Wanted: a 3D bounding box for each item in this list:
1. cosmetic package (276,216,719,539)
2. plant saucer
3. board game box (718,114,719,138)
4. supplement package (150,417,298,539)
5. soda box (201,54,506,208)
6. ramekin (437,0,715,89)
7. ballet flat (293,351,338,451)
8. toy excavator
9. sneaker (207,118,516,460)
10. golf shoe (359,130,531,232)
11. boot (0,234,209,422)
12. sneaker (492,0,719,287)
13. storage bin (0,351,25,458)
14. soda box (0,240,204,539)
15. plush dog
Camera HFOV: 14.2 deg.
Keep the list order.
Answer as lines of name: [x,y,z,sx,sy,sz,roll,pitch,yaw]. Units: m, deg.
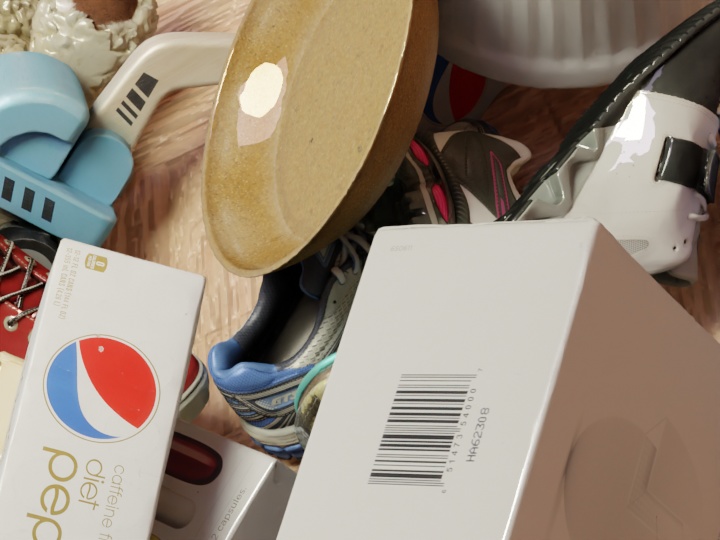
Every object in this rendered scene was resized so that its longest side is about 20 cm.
cosmetic package: [0.077,0.113,1.217,0.123,0.200,0.200,-2,60,40]
plant saucer: [-0.014,-0.088,1.395,0.200,0.035,0.201,-42,38,45]
board game box: [0.267,-0.039,1.286,0.199,0.041,0.200,-27,47,21]
supplement package: [-0.080,0.188,1.323,0.111,0.156,0.200,19,74,45]
soda box: [0.011,-0.083,1.507,0.200,0.064,0.068,-52,44,-4]
ramekin: [0.101,-0.198,1.431,0.200,0.098,0.201,-3,58,4]
ballet flat: [0.011,0.084,1.319,0.072,0.200,0.072,0,75,1]
toy excavator: [-0.148,-0.077,1.563,0.200,0.194,0.100,-57,22,16]
sneaker: [0.000,0.000,1.441,0.200,0.085,0.077,-52,43,-5]
golf shoe: [0.067,0.021,1.375,0.077,0.088,0.201,131,126,-60]
boot: [-0.173,0.011,1.446,0.200,0.145,0.072,14,47,35]
sneaker: [0.134,-0.040,1.341,0.200,0.088,0.074,-50,4,-11]
storage bin: [-0.167,0.163,1.378,0.094,0.200,0.199,19,74,43]
soda box: [-0.122,0.093,1.238,0.064,0.068,0.200,118,165,-61]
plush dog: [-0.210,-0.120,1.682,0.199,0.161,0.172,-9,35,0]
